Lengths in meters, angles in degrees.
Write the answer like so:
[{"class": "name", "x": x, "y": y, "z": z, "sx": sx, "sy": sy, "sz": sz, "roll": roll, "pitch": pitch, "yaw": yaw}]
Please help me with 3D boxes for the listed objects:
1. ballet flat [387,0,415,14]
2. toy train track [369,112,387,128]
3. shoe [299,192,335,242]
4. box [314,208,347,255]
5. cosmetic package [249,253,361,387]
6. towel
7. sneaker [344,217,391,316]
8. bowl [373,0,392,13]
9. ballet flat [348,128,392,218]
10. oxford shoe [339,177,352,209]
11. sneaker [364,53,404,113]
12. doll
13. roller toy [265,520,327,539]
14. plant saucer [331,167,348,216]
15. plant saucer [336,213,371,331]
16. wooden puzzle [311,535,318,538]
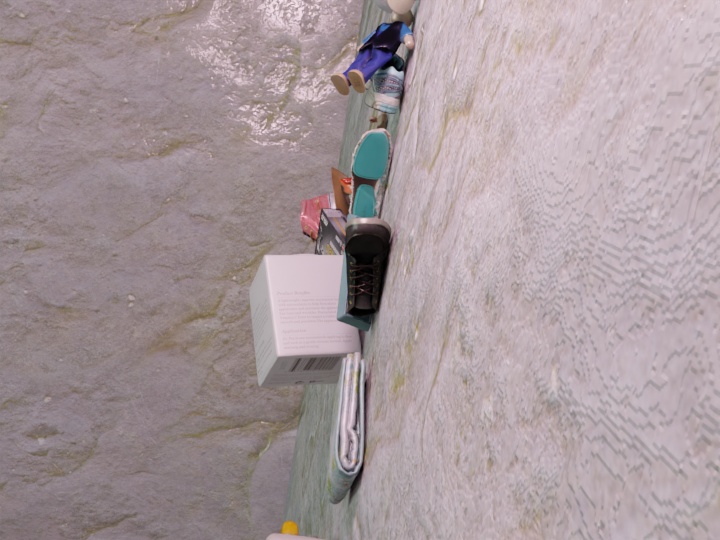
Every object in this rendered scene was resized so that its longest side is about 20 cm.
[{"class": "ballet flat", "x": 0.084, "y": -0.528, "z": 1.382, "sx": 0.069, "sy": 0.068, "sz": 0.204, "roll": -141, "pitch": 59, "yaw": -84}, {"class": "toy train track", "x": 0.024, "y": -0.263, "z": 1.752, "sx": 0.201, "sy": 0.032, "sz": 0.117, "roll": 108, "pitch": 169, "yaw": -67}, {"class": "shoe", "x": -0.084, "y": -0.076, "z": 1.886, "sx": 0.072, "sy": 0.089, "sz": 0.203, "roll": 72, "pitch": -171, "yaw": -67}, {"class": "box", "x": -0.044, "y": -0.014, "z": 1.703, "sx": 0.200, "sy": 0.048, "sz": 0.161, "roll": -123, "pitch": 40, "yaw": -56}, {"class": "cosmetic package", "x": -0.109, "y": 0.094, "z": 1.579, "sx": 0.165, "sy": 0.162, "sz": 0.203, "roll": 125, "pitch": 141, "yaw": -57}, {"class": "towel", "x": -0.021, "y": 0.255, "z": 1.355, "sx": 0.172, "sy": 0.047, "sz": 0.203, "roll": 101, "pitch": 175, "yaw": -60}, {"class": "sneaker", "x": 0.011, "y": -0.002, "z": 1.324, "sx": 0.201, "sy": 0.073, "sz": 0.108, "roll": 87, "pitch": -176, "yaw": -67}, {"class": "bowl", "x": 0.055, "y": -0.605, "z": 1.659, "sx": 0.201, "sy": 0.089, "sz": 0.205, "roll": -172, "pitch": 90, "yaw": -86}, {"class": "ballet flat", "x": 0.014, "y": -0.170, "z": 1.518, "sx": 0.072, "sy": 0.070, "sz": 0.203, "roll": -90, "pitch": 12, "yaw": -60}, {"class": "oxford shoe", "x": -0.008, "y": -0.154, "z": 1.746, "sx": 0.200, "sy": 0.070, "sz": 0.074, "roll": -75, "pitch": -19, "yaw": -78}, {"class": "sneaker", "x": 0.049, "y": -0.353, "z": 1.506, "sx": 0.201, "sy": 0.076, "sz": 0.087, "roll": -102, "pitch": 32, "yaw": -57}, {"class": "doll", "x": 0.035, "y": -0.378, "z": 1.427, "sx": 0.201, "sy": 0.135, "sz": 0.049, "roll": -55, "pitch": -52, "yaw": -28}, {"class": "roller toy", "x": -0.118, "y": 0.543, "z": 1.425, "sx": 0.182, "sy": 0.137, "sz": 0.204, "roll": 164, "pitch": 115, "yaw": -84}, {"class": "plant saucer", "x": -0.031, "y": -0.133, "z": 1.877, "sx": 0.200, "sy": 0.035, "sz": 0.204, "roll": -10, "pitch": -90, "yaw": -87}, {"class": "plant saucer", "x": 0.000, "y": 0.000, "z": 1.446, "sx": 0.019, "sy": 0.069, "sz": 0.203, "roll": -25, "pitch": 51, "yaw": 49}, {"class": "wooden puzzle", "x": -0.110, "y": 0.651, "z": 1.669, "sx": 0.185, "sy": 0.045, "sz": 0.204, "roll": 180, "pitch": 98, "yaw": -85}]
